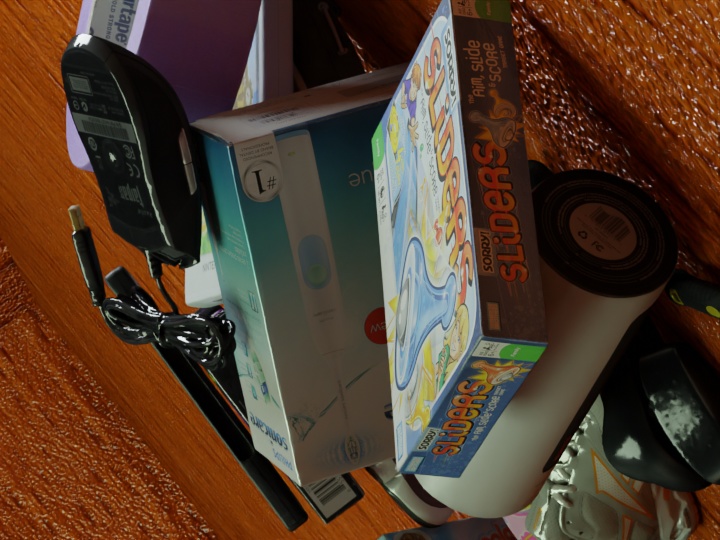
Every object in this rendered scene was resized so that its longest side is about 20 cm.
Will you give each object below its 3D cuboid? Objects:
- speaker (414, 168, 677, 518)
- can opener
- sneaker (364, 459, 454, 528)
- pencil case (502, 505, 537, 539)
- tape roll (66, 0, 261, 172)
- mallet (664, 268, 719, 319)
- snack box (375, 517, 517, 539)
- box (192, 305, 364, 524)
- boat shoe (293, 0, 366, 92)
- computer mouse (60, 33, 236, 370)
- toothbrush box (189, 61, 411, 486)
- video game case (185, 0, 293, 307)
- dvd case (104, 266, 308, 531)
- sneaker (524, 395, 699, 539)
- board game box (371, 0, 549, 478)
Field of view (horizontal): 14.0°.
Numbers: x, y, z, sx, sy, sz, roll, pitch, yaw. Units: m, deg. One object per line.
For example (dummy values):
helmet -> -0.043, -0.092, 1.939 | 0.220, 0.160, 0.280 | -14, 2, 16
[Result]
speaker -> 0.087, 0.040, 1.480 | 0.081, 0.081, 0.200 | 52, 143, 22
can opener -> 0.134, 0.029, 1.541 | 0.200, 0.079, 0.063 | 58, -152, 8
sneaker -> 0.022, 0.057, 1.790 | 0.200, 0.116, 0.076 | 47, -179, -32
pencil case -> 0.131, 0.148, 1.791 | 0.087, 0.087, 0.200 | 41, 164, 54
tape roll -> -0.115, -0.151, 1.726 | 0.066, 0.200, 0.200 | 13, -179, -17
mallet -> 0.172, 0.010, 1.349 | 0.066, 0.041, 0.200 | 59, 173, -18
snack box -> 0.095, 0.212, 1.858 | 0.037, 0.200, 0.116 | -41, 67, 38
box -> -0.060, 0.087, 1.864 | 0.143, 0.036, 0.200 | 53, 178, -4
boat shoe -> -0.024, -0.118, 1.738 | 0.067, 0.057, 0.200 | 107, 154, -46
computer mouse -> -0.126, -0.045, 1.644 | 0.140, 0.046, 0.200 | 7, 120, 56
toothbrush box -> 0.000, 0.000, 1.631 | 0.085, 0.146, 0.200 | -148, 45, -66
video game case -> -0.075, -0.083, 1.756 | 0.182, 0.022, 0.200 | 166, 104, -71
dvd case -> -0.098, 0.084, 1.901 | 0.200, 0.018, 0.143 | 54, 176, 2
sneaker -> 0.129, 0.110, 1.665 | 0.076, 0.092, 0.200 | 44, 164, 45
board game box -> 0.046, -0.018, 1.438 | 0.135, 0.034, 0.200 | 118, 153, -53
